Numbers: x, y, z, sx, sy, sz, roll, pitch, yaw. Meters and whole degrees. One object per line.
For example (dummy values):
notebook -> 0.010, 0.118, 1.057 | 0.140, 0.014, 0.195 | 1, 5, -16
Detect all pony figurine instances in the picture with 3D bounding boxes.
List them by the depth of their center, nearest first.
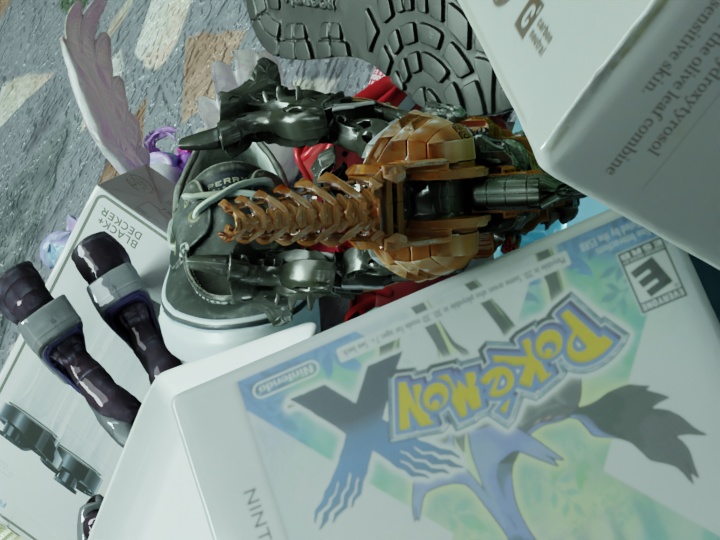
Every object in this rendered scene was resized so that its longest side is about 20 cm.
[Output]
pony figurine -> -0.108, -0.037, 1.194 | 0.200, 0.166, 0.194 | -45, 54, 38

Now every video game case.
video game case -> 0.049, 0.089, 0.737 | 0.199, 0.022, 0.184 | -23, 65, 4

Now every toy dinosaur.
toy dinosaur -> 0.009, -0.034, 0.787 | 0.135, 0.200, 0.103 | 2, 76, 32

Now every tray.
tray -> -0.073, 0.115, 0.814 | 0.107, 0.022, 0.201 | -21, 40, 43

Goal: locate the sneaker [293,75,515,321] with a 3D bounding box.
sneaker -> 0.000, 0.000, 0.980 | 0.078, 0.115, 0.202 | -8, 58, 57

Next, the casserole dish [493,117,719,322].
casserole dish -> 0.103, -0.009, 0.864 | 0.201, 0.038, 0.122 | -108, 31, -53

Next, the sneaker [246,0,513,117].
sneaker -> 0.037, -0.126, 0.960 | 0.199, 0.087, 0.076 | 25, 121, 47

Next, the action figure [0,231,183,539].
action figure -> -0.092, 0.071, 0.980 | 0.129, 0.070, 0.200 | -28, 61, -16

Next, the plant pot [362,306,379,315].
plant pot -> -0.006, 0.130, 0.861 | 0.201, 0.141, 0.141 | -53, 28, 6

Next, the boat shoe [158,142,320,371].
boat shoe -> -0.063, -0.015, 0.959 | 0.200, 0.071, 0.072 | -117, 20, -68

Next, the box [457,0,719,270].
box -> 0.157, -0.123, 0.755 | 0.201, 0.170, 0.200 | -53, 28, 21

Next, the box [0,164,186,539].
box -> -0.126, 0.060, 1.112 | 0.201, 0.116, 0.060 | -61, -10, 21

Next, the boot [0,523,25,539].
boot -> -0.209, 0.234, 1.189 | 0.201, 0.072, 0.155 | -53, 29, 8

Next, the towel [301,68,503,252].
towel -> 0.033, -0.090, 1.105 | 0.201, 0.022, 0.144 | -64, 26, -2
